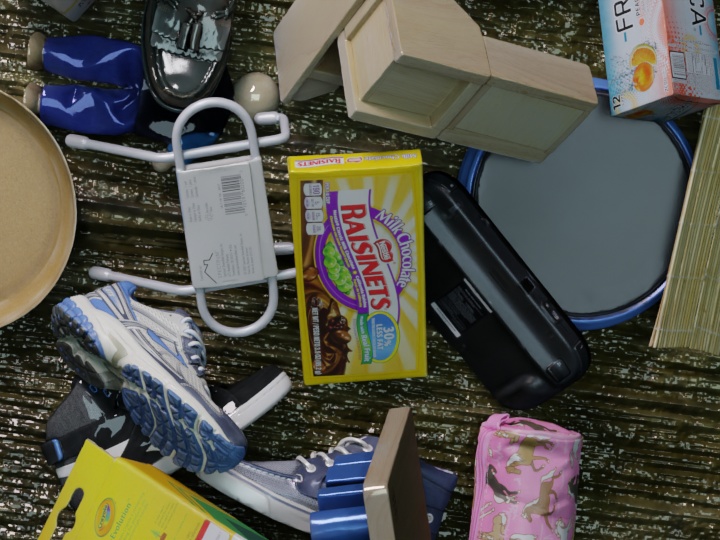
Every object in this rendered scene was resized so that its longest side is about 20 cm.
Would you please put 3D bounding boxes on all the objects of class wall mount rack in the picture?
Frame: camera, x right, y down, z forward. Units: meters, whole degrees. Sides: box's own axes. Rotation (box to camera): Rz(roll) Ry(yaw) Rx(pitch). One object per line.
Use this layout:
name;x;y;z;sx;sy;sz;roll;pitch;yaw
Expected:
wall mount rack;-0.133;-0.046;1.419;0.172;0.075;0.202;-8;117;-5

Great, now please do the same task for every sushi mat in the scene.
sushi mat;0.277;-0.033;1.445;0.095;0.012;0.202;11;93;-45

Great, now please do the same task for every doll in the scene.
doll;-0.162;-0.147;1.445;0.198;0.048;0.138;7;93;-1

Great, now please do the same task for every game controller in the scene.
game controller;0.092;0.019;1.438;0.201;0.104;0.042;52;51;0

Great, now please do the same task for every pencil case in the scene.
pencil case;0.122;0.214;1.446;0.082;0.086;0.202;9;92;29

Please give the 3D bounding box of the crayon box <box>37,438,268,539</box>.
crayon box;-0.148;0.225;1.358;0.199;0.051;0.128;29;92;29

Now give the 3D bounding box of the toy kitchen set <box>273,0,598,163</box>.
toy kitchen set;0.049;-0.179;1.424;0.179;0.163;0.202;11;54;-28

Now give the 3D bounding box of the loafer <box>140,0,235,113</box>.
loafer;-0.125;-0.222;1.405;0.071;0.063;0.202;12;70;-7

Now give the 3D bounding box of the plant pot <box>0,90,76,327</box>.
plant pot;-0.316;-0.051;1.442;0.198;0.027;0.202;1;100;5

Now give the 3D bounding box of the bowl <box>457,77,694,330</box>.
bowl;0.175;-0.053;1.459;0.198;0.039;0.203;0;92;-1

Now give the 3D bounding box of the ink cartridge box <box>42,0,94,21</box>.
ink cartridge box;-0.207;-0.272;1.366;0.087;0.200;0.145;43;90;-5

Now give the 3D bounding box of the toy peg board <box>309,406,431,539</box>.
toy peg board;-0.003;0.226;1.334;0.097;0.200;0.201;-8;100;7

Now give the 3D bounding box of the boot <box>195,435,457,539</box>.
boot;-0.025;0.163;1.452;0.198;0.073;0.091;24;86;-11

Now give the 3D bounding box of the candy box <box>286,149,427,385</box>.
candy box;0.000;0.000;1.414;0.101;0.027;0.202;-5;125;-3

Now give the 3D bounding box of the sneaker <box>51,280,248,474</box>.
sneaker;-0.145;0.070;1.388;0.085;0.077;0.200;-32;58;-31

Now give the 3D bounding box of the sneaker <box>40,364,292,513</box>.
sneaker;-0.161;0.103;1.441;0.199;0.073;0.112;-33;89;-2

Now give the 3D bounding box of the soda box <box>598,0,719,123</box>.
soda box;0.225;-0.218;1.412;0.063;0.068;0.202;3;78;-38
